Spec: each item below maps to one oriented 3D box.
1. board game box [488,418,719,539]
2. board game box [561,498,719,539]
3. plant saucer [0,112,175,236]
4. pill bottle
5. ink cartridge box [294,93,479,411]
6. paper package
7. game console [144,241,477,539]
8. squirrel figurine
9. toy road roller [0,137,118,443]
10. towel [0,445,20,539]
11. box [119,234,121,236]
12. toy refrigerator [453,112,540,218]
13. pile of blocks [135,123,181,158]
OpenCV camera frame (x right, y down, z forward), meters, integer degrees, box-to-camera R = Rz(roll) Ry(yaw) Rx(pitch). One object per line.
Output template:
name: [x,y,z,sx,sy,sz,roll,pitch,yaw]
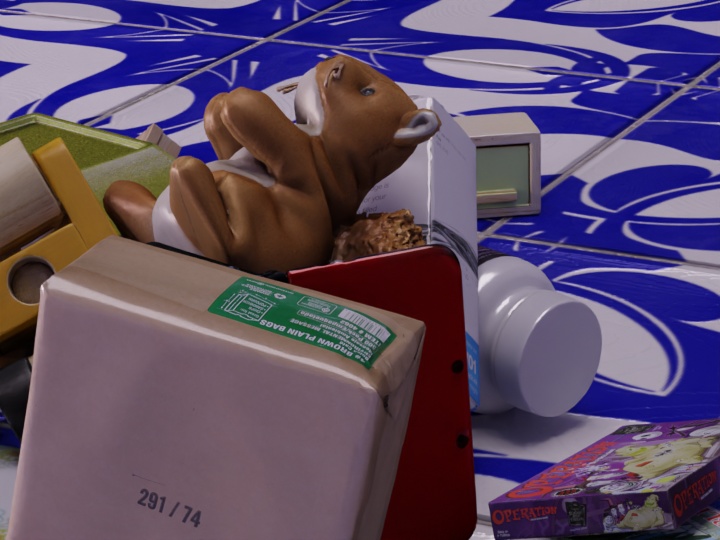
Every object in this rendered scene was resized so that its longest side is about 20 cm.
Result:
board game box: [0.175,0.125,1.467,0.120,0.032,0.200,-13,4,31]
board game box: [0.199,0.193,1.336,0.199,0.041,0.200,-14,23,-31]
plant saucer: [-0.246,-0.067,1.764,0.199,0.048,0.200,16,28,39]
pill bottle: [0.070,0.036,1.676,0.111,0.112,0.200,-18,25,-38]
ink cartridge box: [0.000,0.000,1.606,0.146,0.201,0.086,-12,-30,25]
paper package: [-0.084,0.097,1.328,0.199,0.192,0.103,17,26,11]
game console: [-0.035,0.075,1.437,0.172,0.201,0.118,17,30,41]
squirrel figurine: [-0.027,-0.034,1.513,0.186,0.200,0.141,-35,2,-25]
toy road roller: [-0.204,0.026,1.567,0.123,0.201,0.146,-30,-10,-6]
towel: [-0.223,0.169,1.434,0.171,0.048,0.200,18,28,37]
box: [-0.203,0.001,1.801,0.151,0.107,0.200,4,21,17]
toy refrigerator: [0.053,-0.085,2.064,0.199,0.076,0.070,-4,20,-8]
pile of blocks: [-0.181,-0.045,2.018,0.062,0.082,0.200,38,22,-19]
